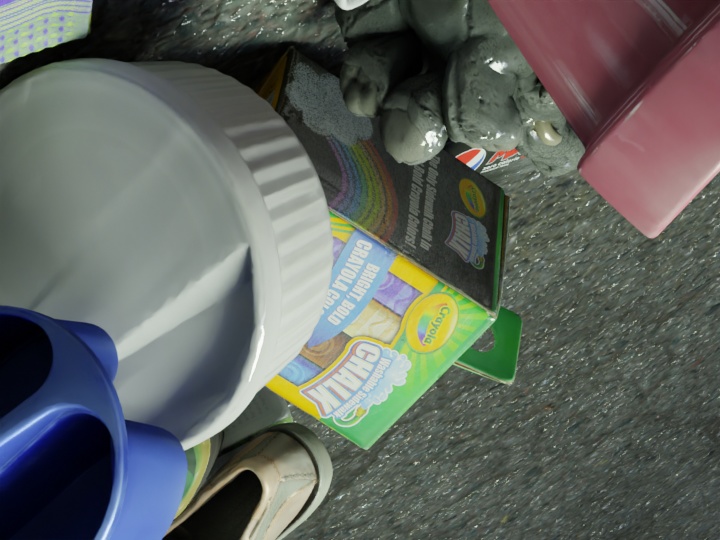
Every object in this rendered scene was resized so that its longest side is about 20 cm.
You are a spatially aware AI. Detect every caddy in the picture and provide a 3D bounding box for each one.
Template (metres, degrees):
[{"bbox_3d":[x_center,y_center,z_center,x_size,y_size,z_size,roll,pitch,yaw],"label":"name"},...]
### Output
[{"bbox_3d":[-0.182,0.106,1.409,0.200,0.142,0.105,-42,160,20],"label":"caddy"}]

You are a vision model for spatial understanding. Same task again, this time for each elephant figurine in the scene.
[{"bbox_3d":[0.089,-0.130,1.600,0.155,0.142,0.200,-18,173,43],"label":"elephant figurine"}]

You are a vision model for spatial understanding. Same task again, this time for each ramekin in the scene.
[{"bbox_3d":[-0.104,-0.014,1.489,0.202,0.202,0.094,-48,166,34],"label":"ramekin"}]

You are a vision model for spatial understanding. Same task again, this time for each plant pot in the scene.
[{"bbox_3d":[0.146,-0.147,1.414,0.200,0.179,0.200,-45,177,-3],"label":"plant pot"}]

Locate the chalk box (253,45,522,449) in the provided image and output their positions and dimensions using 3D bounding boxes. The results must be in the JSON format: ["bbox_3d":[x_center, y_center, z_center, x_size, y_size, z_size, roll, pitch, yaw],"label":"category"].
[{"bbox_3d":[0.000,0.000,1.613,0.124,0.200,0.125,-46,-161,31],"label":"chalk box"}]

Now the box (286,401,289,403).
[{"bbox_3d":[-0.104,0.055,1.825,0.157,0.051,0.200,-31,159,-6],"label":"box"}]

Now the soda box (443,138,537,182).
[{"bbox_3d":[0.071,-0.093,1.730,0.200,0.063,0.071,-18,154,-34],"label":"soda box"}]

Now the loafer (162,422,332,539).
[{"bbox_3d":[-0.095,0.164,1.683,0.200,0.072,0.063,-51,164,27],"label":"loafer"}]

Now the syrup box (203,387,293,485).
[{"bbox_3d":[-0.141,0.110,1.719,0.200,0.082,0.079,-26,158,-6],"label":"syrup box"}]

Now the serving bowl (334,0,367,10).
[{"bbox_3d":[0.039,-0.215,1.379,0.200,0.066,0.200,-46,177,-3],"label":"serving bowl"}]

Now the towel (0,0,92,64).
[{"bbox_3d":[-0.179,-0.139,1.337,0.143,0.023,0.200,-24,157,-23],"label":"towel"}]

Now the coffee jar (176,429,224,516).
[{"bbox_3d":[-0.153,0.105,1.579,0.085,0.104,0.200,-62,167,21],"label":"coffee jar"}]
